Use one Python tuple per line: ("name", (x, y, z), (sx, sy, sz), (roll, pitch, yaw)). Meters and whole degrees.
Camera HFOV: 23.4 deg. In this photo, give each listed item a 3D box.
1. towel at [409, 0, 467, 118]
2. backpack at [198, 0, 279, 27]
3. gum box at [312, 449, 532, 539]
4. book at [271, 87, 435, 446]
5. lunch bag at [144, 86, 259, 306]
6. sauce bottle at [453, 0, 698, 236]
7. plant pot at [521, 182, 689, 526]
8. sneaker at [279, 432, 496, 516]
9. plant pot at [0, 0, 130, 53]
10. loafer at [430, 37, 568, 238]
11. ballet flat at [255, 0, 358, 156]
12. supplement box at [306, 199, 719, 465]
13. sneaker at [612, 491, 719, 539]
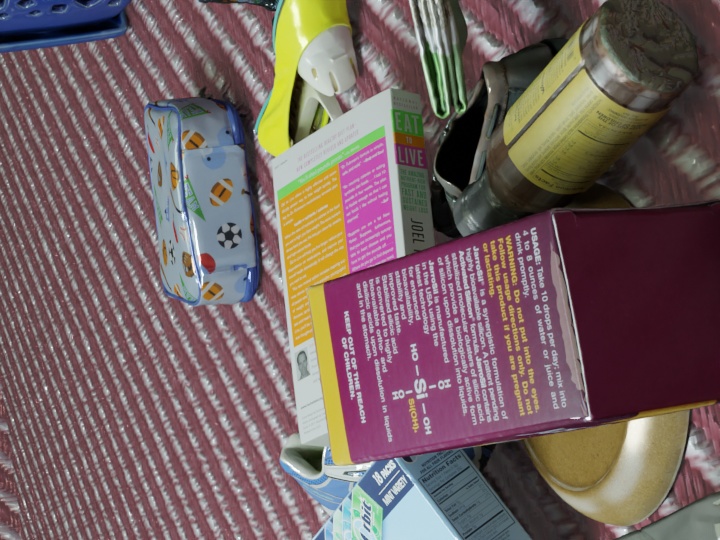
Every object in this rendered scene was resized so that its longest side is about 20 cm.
("towel", (0.039, -0.207, 0.995), (0.149, 0.030, 0.201), (-82, -19, -58))
("backpack", (-0.088, -0.316, 1.308), (0.191, 0.153, 0.201), (-56, 41, 44))
("gum box", (0.065, 0.210, 1.083), (0.200, 0.044, 0.170), (53, 150, 12))
("book", (0.000, 0.000, 1.124), (0.133, 0.048, 0.201), (-30, 58, 52))
("lunch bag", (-0.152, -0.070, 1.623), (0.160, 0.075, 0.201), (-162, 66, -69))
("sauce bottle", (0.109, -0.074, 0.952), (0.200, 0.064, 0.065), (-47, 52, 56))
("plant pot", (0.126, 0.050, 1.010), (0.200, 0.027, 0.201), (173, 90, -69))
("sneaker", (0.020, 0.120, 1.166), (0.200, 0.077, 0.076), (-33, 29, 44))
("plant pot", (-0.351, -0.353, 1.898), (0.180, 0.199, 0.201), (106, 150, -58))
("loafer", (0.071, -0.079, 1.064), (0.200, 0.063, 0.072), (124, 135, -59))
("ballet flat", (-0.034, -0.148, 1.334), (0.067, 0.067, 0.200), (49, 148, 21))
("supplement box", (0.085, 0.035, 0.901), (0.200, 0.130, 0.104), (-18, 78, 51))
("sneaker", (0.167, 0.185, 0.873), (0.199, 0.076, 0.115), (138, 130, -58))
